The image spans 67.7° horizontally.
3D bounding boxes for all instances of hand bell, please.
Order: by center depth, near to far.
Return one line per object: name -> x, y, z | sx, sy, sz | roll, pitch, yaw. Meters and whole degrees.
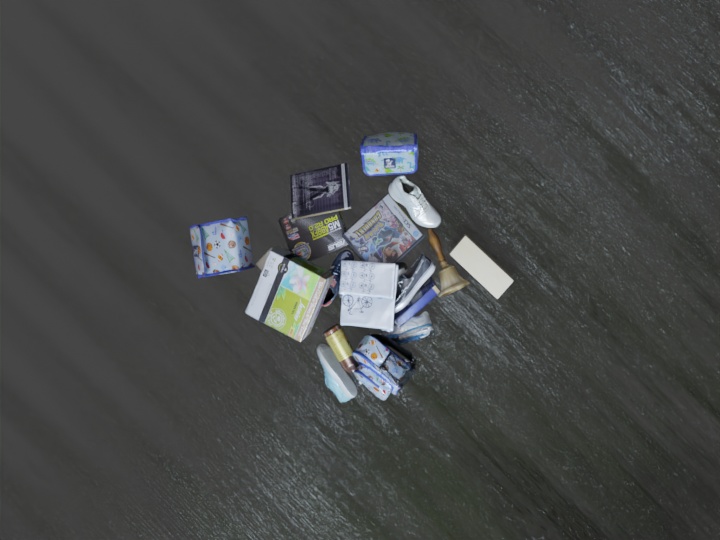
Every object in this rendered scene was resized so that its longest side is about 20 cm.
hand bell -> 0.252, -0.033, 1.664 | 0.102, 0.104, 0.206 | -24, 80, 9

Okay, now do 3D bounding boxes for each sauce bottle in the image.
sauce bottle -> -0.047, 0.273, 1.728 | 0.065, 0.066, 0.204 | -29, 93, 9

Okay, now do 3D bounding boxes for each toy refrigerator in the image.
toy refrigerator -> 0.371, -0.015, 1.648 | 0.199, 0.070, 0.076 | 42, 105, 3

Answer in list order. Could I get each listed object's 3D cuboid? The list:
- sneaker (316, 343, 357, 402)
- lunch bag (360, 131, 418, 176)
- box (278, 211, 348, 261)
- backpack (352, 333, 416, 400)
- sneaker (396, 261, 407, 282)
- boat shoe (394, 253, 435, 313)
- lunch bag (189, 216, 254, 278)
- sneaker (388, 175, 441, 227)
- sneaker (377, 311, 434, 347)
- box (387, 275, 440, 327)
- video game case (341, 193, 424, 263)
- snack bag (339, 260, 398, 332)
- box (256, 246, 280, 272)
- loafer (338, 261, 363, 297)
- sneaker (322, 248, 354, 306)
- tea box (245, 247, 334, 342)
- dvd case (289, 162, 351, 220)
sneaker -> -0.096, 0.338, 1.737 | 0.081, 0.073, 0.203 | -37, 79, 26
lunch bag -> 0.089, -0.349, 1.588 | 0.164, 0.200, 0.133 | -2, 95, 6
box -> -0.146, -0.125, 1.715 | 0.194, 0.044, 0.165 | -21, 91, 8
backpack -> 0.058, 0.293, 1.648 | 0.153, 0.201, 0.190 | -41, 77, -20
sneaker -> 0.082, 0.066, 1.701 | 0.197, 0.076, 0.117 | -33, 107, 5
boat shoe -> 0.144, 0.039, 1.643 | 0.067, 0.072, 0.201 | 38, 98, -19
lunch bag -> -0.459, -0.072, 1.725 | 0.193, 0.123, 0.177 | -6, 94, 22
sneaker -> 0.170, -0.208, 1.642 | 0.199, 0.080, 0.071 | 41, 69, 0
sneaker -> 0.138, 0.182, 1.703 | 0.194, 0.075, 0.089 | -16, 60, 15
box -> 0.157, 0.105, 1.657 | 0.199, 0.121, 0.033 | -41, 100, 9
video game case -> 0.070, -0.105, 1.664 | 0.199, 0.026, 0.182 | -40, 82, -5
snack bag -> 0.019, 0.076, 1.625 | 0.182, 0.021, 0.208 | 5, 90, 19
box -> -0.233, 0.024, 1.715 | 0.077, 0.095, 0.201 | -41, 88, 9
loafer -> 0.000, 0.000, 1.693 | 0.199, 0.072, 0.063 | -43, 89, -2
sneaker -> -0.079, 0.027, 1.699 | 0.073, 0.084, 0.205 | 27, 97, 4
tea box -> -0.208, 0.068, 1.602 | 0.192, 0.134, 0.205 | 24, 98, 4
dvd case -> -0.127, -0.248, 1.684 | 0.193, 0.016, 0.154 | -10, 71, 13
